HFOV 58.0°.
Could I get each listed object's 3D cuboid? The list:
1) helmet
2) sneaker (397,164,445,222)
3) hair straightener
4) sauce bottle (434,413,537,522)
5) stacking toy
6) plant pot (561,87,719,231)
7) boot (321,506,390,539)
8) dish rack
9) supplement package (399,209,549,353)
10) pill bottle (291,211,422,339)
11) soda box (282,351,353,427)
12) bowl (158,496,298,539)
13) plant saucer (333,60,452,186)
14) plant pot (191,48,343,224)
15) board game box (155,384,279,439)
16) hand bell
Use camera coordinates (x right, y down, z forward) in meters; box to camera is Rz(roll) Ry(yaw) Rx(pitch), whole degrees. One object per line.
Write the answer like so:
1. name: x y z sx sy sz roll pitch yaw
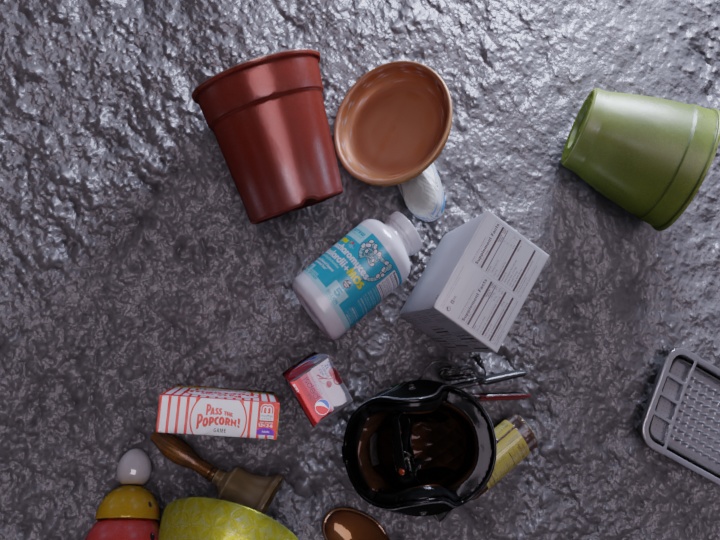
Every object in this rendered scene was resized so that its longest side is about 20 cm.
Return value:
1. helmet: 0.090 0.250 0.926 0.187 0.196 0.207 7 81 -45
2. sneaker: 0.084 -0.172 1.043 0.070 0.072 0.206 -20 75 18
3. hair straightener: 0.174 0.169 1.034 0.193 0.041 0.080 -2 84 -6
4. sauce bottle: 0.183 0.306 1.004 0.198 0.065 0.066 -35 91 -10
5. stacking toy: -0.321 0.350 0.889 0.141 0.147 0.206 3 69 -10
6. plant pot: 0.437 -0.198 1.051 0.188 0.201 0.205 23 80 5
7. boot: 0.034 0.420 0.918 0.198 0.155 0.074 39 79 -4
8. dish rack: 0.563 0.245 1.089 0.196 0.044 0.175 28 79 -6
9. supplement package: 0.159 0.024 0.959 0.109 0.200 0.158 33 79 -6
10. pill bottle: 0.000 0.000 0.979 0.199 0.111 0.112 -40 92 -12
11. soda box: -0.065 0.160 0.904 0.062 0.200 0.071 -31 89 -11
12. bowl: -0.180 0.391 0.834 0.195 0.202 0.110 22 47 -7
13. plant saucer: 0.052 -0.224 1.008 0.194 0.037 0.207 -7 73 23
14. plant pot: -0.121 -0.185 0.945 0.195 0.200 0.201 -19 96 -11
15. board game box: -0.187 0.189 0.879 0.146 0.200 0.048 6 83 -10
16. hand bell: -0.217 0.288 0.934 0.197 0.104 0.106 31 80 7
